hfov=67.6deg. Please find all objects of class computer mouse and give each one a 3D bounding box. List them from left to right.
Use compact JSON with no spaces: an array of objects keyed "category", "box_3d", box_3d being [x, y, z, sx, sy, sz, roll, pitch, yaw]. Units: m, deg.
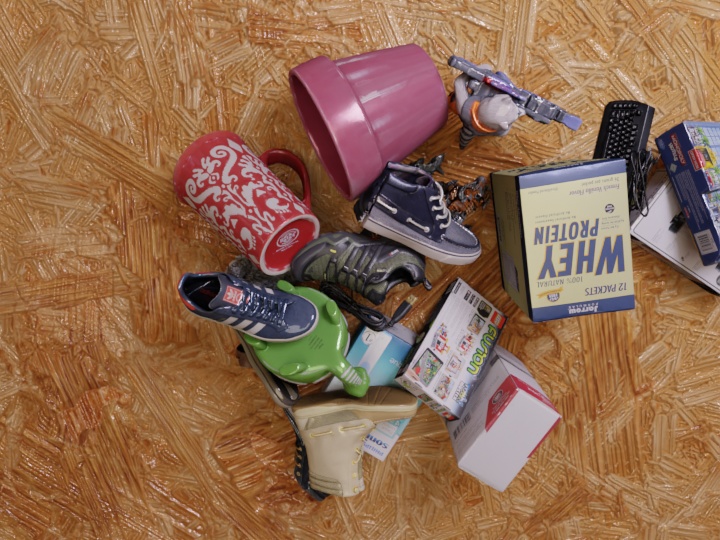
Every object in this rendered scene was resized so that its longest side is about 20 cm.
[{"category":"computer mouse","box_3d":[0.039,-0.006,0.837,0.140,0.046,0.200,36,80,12]}]

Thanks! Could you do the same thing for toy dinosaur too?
[{"category":"toy dinosaur","box_3d":[0.111,-0.100,0.820,0.200,0.102,0.136,-35,108,-35]}]

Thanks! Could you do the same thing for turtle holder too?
[{"category":"turtle holder","box_3d":[-0.069,0.106,0.815,0.185,0.132,0.141,6,68,13]}]

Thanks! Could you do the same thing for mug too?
[{"category":"mug","box_3d":[-0.149,-0.111,0.791,0.178,0.133,0.200,-46,65,-4]}]

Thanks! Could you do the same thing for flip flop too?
[{"category":"flip flop","box_3d":[-0.166,0.142,0.868,0.058,0.081,0.200,-44,63,17]}]

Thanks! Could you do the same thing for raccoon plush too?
[{"category":"raccoon plush","box_3d":[-0.121,-0.013,0.842,0.199,0.134,0.097,-25,98,8]}]

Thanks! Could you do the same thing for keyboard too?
[{"category":"keyboard","box_3d":[0.385,-0.153,0.803,0.040,0.104,0.201,-2,104,-37]}]

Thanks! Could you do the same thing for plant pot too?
[{"category":"plant pot","box_3d":[0.018,-0.228,0.775,0.179,0.200,0.200,-28,99,-7]}]

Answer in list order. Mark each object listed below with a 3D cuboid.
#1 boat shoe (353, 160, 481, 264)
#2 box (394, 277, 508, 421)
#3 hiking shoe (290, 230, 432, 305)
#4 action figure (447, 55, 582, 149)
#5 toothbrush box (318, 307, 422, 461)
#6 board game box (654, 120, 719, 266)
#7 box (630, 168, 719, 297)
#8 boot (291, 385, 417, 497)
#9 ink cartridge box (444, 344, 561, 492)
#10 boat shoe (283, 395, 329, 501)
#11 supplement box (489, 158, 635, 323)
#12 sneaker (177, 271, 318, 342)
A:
[{"category":"boat shoe","box_3d":[0.098,-0.077,0.739,0.199,0.075,0.093,17,132,-19]},{"category":"box","box_3d":[0.147,0.120,0.842,0.110,0.035,0.200,39,59,-5]},{"category":"hiking shoe","box_3d":[0.000,0.000,0.765,0.199,0.101,0.076,-8,144,-3]},{"category":"action figure","box_3d":[0.193,-0.211,0.754,0.199,0.194,0.105,25,103,-2]},{"category":"toothbrush box","box_3d":[0.027,0.189,0.901,0.146,0.085,0.200,31,103,-2]},{"category":"board game box","box_3d":[0.556,-0.128,0.772,0.199,0.062,0.201,-15,82,-13]},{"category":"box","box_3d":[0.517,-0.057,0.834,0.200,0.060,0.117,32,101,-4]},{"category":"boot","box_3d":[0.000,0.266,0.834,0.199,0.073,0.156,-9,97,12]},{"category":"ink cartridge box","box_3d":[0.207,0.214,0.837,0.083,0.200,0.147,32,102,-7]},{"category":"boat shoe","box_3d":[-0.092,0.314,0.938,0.091,0.071,0.200,-35,100,5]},{"category":"supplement box","box_3d":[0.281,-0.053,0.778,0.134,0.200,0.201,-9,101,5]},{"category":"sneaker","box_3d":[-0.157,0.046,0.733,0.199,0.085,0.075,9,68,6]}]
